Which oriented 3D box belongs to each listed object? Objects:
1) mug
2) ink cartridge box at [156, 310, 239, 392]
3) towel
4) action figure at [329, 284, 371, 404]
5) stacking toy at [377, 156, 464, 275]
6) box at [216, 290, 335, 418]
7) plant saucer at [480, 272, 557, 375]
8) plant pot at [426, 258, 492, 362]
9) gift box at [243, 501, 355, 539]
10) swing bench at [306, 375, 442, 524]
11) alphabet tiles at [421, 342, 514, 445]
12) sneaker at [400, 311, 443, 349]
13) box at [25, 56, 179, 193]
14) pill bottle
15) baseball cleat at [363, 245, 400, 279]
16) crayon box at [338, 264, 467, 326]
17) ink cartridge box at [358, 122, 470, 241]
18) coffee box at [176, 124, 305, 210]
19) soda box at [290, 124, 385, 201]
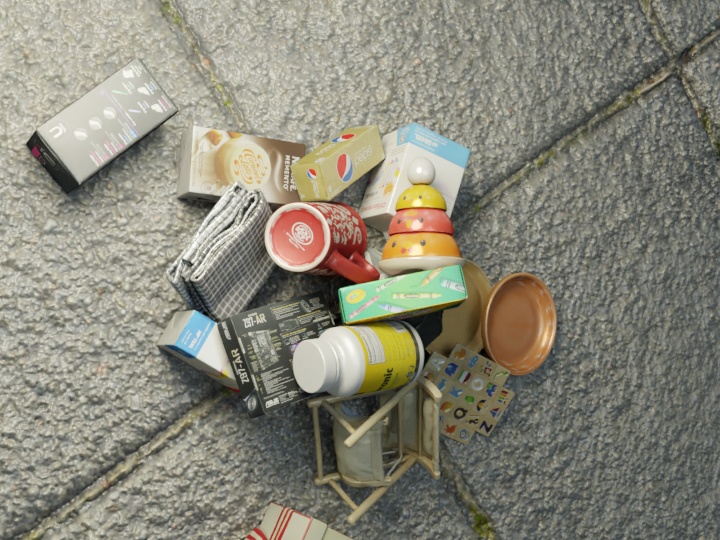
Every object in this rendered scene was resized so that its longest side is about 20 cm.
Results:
[{"bbox_3d":[-0.055,-0.050,1.500,0.177,0.200,0.134,10,93,13],"label":"mug"},{"bbox_3d":[-0.220,0.144,1.500,0.200,0.116,0.067,34,72,-20],"label":"ink cartridge box"},{"bbox_3d":[-0.209,-0.019,1.483,0.085,0.166,0.200,26,69,21],"label":"towel"},{"bbox_3d":[-0.032,0.130,1.595,0.102,0.119,0.200,-29,110,-63],"label":"action figure"},{"bbox_3d":[0.099,-0.092,1.546,0.146,0.146,0.200,1,83,-26],"label":"stacking toy"},{"bbox_3d":[-0.116,0.131,1.469,0.200,0.044,0.160,-16,83,-45],"label":"box"},{"bbox_3d":[0.304,0.104,1.791,0.200,0.037,0.201,-1,92,-37],"label":"plant saucer"},{"bbox_3d":[0.173,0.075,1.736,0.200,0.027,0.200,-1,92,-35],"label":"plant pot"},{"bbox_3d":[-0.097,0.504,1.500,0.187,0.184,0.200,33,67,-23],"label":"gift box"},{"bbox_3d":[0.029,0.288,1.564,0.200,0.130,0.199,-22,129,-27],"label":"swing bench"},{"bbox_3d":[0.190,0.234,1.729,0.200,0.006,0.167,28,95,-23],"label":"alphabet tiles"},{"bbox_3d":[0.119,0.071,1.623,0.200,0.060,0.104,-44,132,-37],"label":"sneaker"},{"bbox_3d":[-0.403,-0.225,1.431,0.200,0.122,0.106,-43,105,-23],"label":"box"},{"bbox_3d":[-0.004,0.141,1.456,0.200,0.111,0.112,-3,88,-40],"label":"pill bottle"},{"bbox_3d":[0.000,0.000,1.616,0.200,0.070,0.107,22,64,0],"label":"baseball cleat"},{"bbox_3d":[0.065,0.045,1.493,0.200,0.119,0.058,-11,81,-3],"label":"crayon box"},{"bbox_3d":[0.091,-0.142,1.667,0.125,0.129,0.200,23,77,-22],"label":"ink cartridge box"},{"bbox_3d":[-0.200,-0.170,1.551,0.200,0.080,0.115,5,84,-26],"label":"coffee box"},{"bbox_3d":[-0.035,-0.189,1.594,0.200,0.064,0.068,-42,123,-48],"label":"soda box"}]
